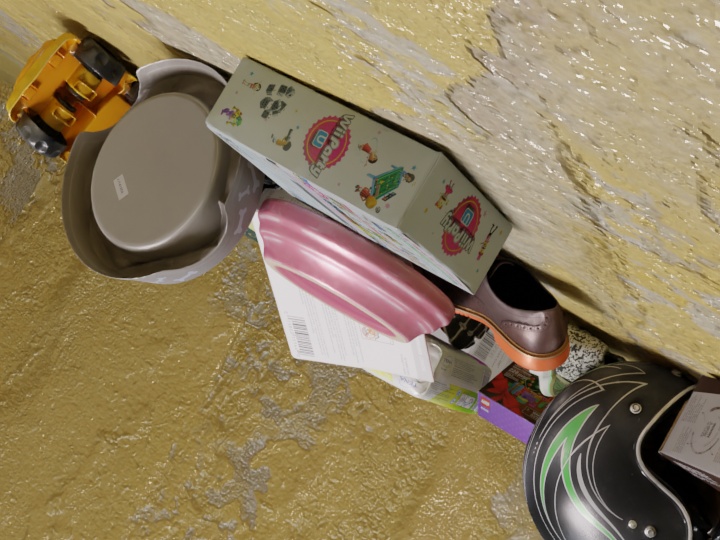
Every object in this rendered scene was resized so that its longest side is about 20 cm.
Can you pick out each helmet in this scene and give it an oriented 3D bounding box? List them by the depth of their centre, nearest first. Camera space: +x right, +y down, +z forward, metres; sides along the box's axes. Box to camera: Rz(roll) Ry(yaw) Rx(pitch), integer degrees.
[{"bbox_3d":[0.249,0.188,1.113,0.200,0.197,0.193,46,-159,-75],"label":"helmet"}]

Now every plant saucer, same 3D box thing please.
[{"bbox_3d":[-0.011,0.007,1.053,0.198,0.051,0.201,30,173,4],"label":"plant saucer"}]

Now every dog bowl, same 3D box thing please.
[{"bbox_3d":[-0.169,-0.081,1.033,0.199,0.202,0.058,28,178,35],"label":"dog bowl"}]

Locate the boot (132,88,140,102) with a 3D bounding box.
[{"bbox_3d":[-0.170,-0.084,1.106,0.199,0.189,0.069,30,166,41],"label":"boot"}]

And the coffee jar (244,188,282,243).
[{"bbox_3d":[-0.064,-0.049,1.435,0.198,0.086,0.104,32,163,-4],"label":"coffee jar"}]

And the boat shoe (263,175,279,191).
[{"bbox_3d":[-0.110,-0.108,1.229,0.074,0.067,0.199,31,176,-4],"label":"boat shoe"}]

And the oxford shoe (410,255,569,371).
[{"bbox_3d":[0.116,0.006,1.068,0.199,0.071,0.073,37,147,38],"label":"oxford shoe"}]

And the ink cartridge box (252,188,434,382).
[{"bbox_3d":[-0.010,0.016,1.208,0.173,0.045,0.202,8,132,25],"label":"ink cartridge box"}]

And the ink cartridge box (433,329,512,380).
[{"bbox_3d":[0.142,0.096,1.690,0.199,0.085,0.175,28,175,45],"label":"ink cartridge box"}]

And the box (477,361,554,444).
[{"bbox_3d":[0.246,0.155,1.305,0.198,0.136,0.040,28,137,35],"label":"box"}]

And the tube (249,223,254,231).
[{"bbox_3d":[-0.091,-0.056,1.290,0.199,0.053,0.058,33,-172,40],"label":"tube"}]

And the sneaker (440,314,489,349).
[{"bbox_3d":[0.093,0.017,1.325,0.085,0.077,0.200,48,-179,40],"label":"sneaker"}]

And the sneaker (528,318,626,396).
[{"bbox_3d":[0.231,0.100,1.217,0.087,0.078,0.200,16,174,22],"label":"sneaker"}]

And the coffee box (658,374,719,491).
[{"bbox_3d":[0.339,0.155,0.931,0.113,0.081,0.200,32,176,-12],"label":"coffee box"}]

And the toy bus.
[{"bbox_3d":[-0.319,-0.203,1.367,0.199,0.136,0.192,38,-171,-43],"label":"toy bus"}]

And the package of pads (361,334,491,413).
[{"bbox_3d":[0.041,0.091,1.385,0.198,0.069,0.154,26,-179,33],"label":"package of pads"}]

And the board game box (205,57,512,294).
[{"bbox_3d":[-0.001,-0.070,0.888,0.199,0.065,0.147,31,177,33],"label":"board game box"}]
